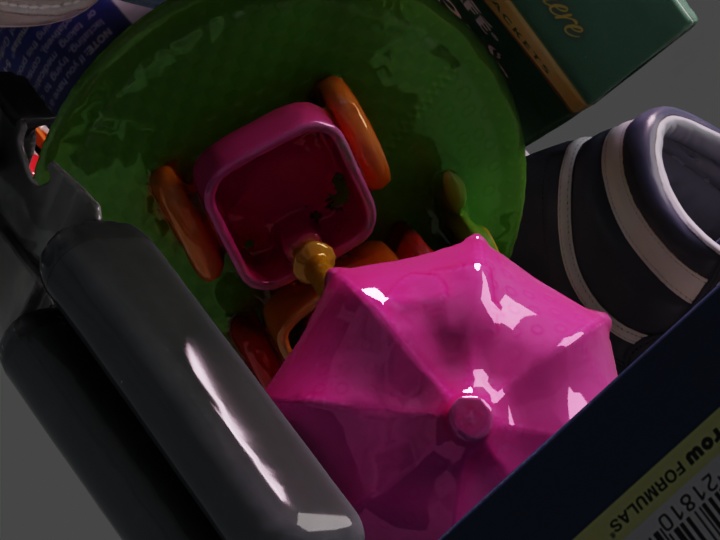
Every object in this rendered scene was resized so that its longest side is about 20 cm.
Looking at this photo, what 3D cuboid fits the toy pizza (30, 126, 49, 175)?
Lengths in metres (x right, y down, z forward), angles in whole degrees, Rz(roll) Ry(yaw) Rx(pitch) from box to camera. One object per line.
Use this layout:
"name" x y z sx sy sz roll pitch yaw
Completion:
"toy pizza" -0.103 -0.024 0.872 0.200 0.032 0.200 48 2 -2

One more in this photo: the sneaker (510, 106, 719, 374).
"sneaker" 0.112 0.042 0.839 0.200 0.108 0.070 56 37 -7

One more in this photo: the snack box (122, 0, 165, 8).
"snack box" -0.106 -0.144 0.981 0.199 0.037 0.116 14 -22 -6

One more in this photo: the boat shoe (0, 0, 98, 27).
"boat shoe" -0.137 -0.116 0.870 0.068 0.072 0.200 39 6 35

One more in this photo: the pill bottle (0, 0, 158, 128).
"pill bottle" -0.081 -0.076 1.094 0.200 0.120 0.120 50 2 27

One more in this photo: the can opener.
"can opener" -0.074 0.016 0.661 0.066 0.053 0.200 -7 45 -44

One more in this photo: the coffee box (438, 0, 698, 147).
"coffee box" 0.029 -0.097 0.835 0.123 0.044 0.200 54 -9 -3

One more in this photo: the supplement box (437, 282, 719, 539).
"supplement box" 0.128 0.108 0.534 0.200 0.200 0.134 54 16 26

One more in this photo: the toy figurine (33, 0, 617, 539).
"toy figurine" 0.013 0.041 0.720 0.201 0.150 0.184 65 -5 -32

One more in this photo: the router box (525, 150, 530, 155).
"router box" 0.065 0.070 1.020 0.180 0.049 0.200 47 37 -23
